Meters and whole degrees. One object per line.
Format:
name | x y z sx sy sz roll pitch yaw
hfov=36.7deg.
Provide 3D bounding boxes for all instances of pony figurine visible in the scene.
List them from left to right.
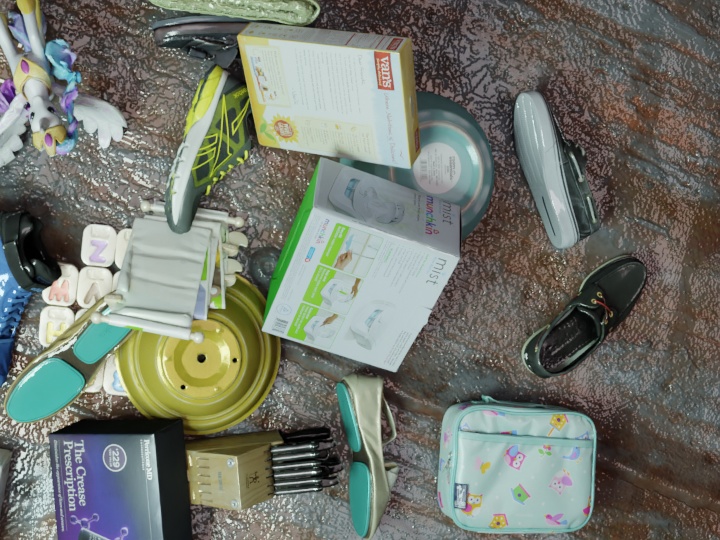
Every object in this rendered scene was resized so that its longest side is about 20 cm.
pony figurine | -0.352 -0.198 1.177 0.164 0.193 0.203 -19 84 -10

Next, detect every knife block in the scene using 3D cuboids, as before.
knife block | -0.125 0.230 1.308 0.174 0.197 0.065 -9 96 -55

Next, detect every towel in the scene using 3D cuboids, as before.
towel | -0.148 -0.318 1.226 0.196 0.149 0.037 2 119 -10

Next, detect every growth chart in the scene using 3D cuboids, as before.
growth chart | -0.208 -0.003 1.235 0.142 0.018 0.202 16 49 -6

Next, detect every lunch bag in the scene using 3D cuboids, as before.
lunch bag | 0.192 0.239 1.349 0.196 0.077 0.164 4 93 -10

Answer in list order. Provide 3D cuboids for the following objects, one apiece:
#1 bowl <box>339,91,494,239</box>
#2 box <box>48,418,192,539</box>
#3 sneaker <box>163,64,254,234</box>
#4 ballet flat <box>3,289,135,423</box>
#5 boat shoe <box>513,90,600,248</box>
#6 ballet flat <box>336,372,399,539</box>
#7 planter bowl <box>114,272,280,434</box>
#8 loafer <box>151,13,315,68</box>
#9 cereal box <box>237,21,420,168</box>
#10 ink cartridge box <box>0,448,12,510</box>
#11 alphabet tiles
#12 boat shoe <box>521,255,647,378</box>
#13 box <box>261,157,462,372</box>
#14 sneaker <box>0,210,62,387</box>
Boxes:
bowl | 0.078 -0.115 1.294 0.197 0.105 0.205 -1 94 -9
box | -0.271 0.277 1.242 0.139 0.079 0.204 -3 94 15
sneaker | -0.168 -0.135 1.257 0.083 0.074 0.203 19 83 -16
ballet flat | -0.324 0.097 1.242 0.199 0.063 0.069 -40 112 6
boat shoe | 0.245 -0.131 1.348 0.070 0.072 0.203 -23 107 -17
ballet flat | 0.017 0.224 1.326 0.068 0.069 0.204 -7 95 -10
planter bowl | -0.185 0.097 1.255 0.197 0.083 0.204 -1 93 -10
loafer | -0.139 -0.259 1.245 0.197 0.072 0.064 -8 96 -28
cereal box | -0.033 -0.195 1.204 0.197 0.040 0.146 11 132 22
ink cartridge box | -0.488 0.299 1.226 0.143 0.084 0.204 11 91 -10
alphabet tiles | -0.277 0.049 1.285 0.196 0.015 0.199 7 93 -11
boat shoe | 0.290 0.060 1.365 0.201 0.063 0.074 -41 97 -7
box | 0.000 0.000 1.238 0.174 0.098 0.201 17 131 -10
sneaker | -0.392 0.032 1.224 0.109 0.077 0.204 -6 88 8
